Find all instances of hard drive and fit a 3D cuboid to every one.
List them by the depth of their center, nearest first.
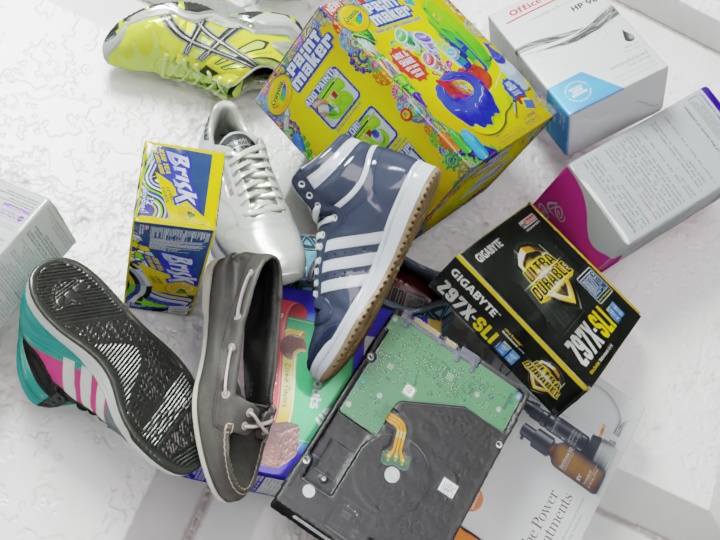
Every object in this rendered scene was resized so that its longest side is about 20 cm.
[{"bbox_3d":[0.036,0.145,0.874,0.139,0.038,0.200,33,64,-1],"label":"hard drive"}]

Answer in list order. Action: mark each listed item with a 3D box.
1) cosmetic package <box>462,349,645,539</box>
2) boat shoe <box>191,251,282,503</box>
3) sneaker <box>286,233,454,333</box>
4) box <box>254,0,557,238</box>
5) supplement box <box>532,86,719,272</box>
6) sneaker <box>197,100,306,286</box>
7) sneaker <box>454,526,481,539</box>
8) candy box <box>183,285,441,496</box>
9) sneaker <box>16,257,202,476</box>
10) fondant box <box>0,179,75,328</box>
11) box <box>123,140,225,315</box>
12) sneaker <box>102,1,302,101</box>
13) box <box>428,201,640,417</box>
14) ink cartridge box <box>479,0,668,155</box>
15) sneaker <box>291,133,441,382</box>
[{"bbox_3d":[0.151,0.168,0.977,0.150,0.052,0.200,33,64,2],"label":"cosmetic package"},{"bbox_3d":[-0.091,0.079,0.841,0.057,0.067,0.201,-11,70,26],"label":"boat shoe"},{"bbox_3d":[0.000,0.000,0.976,0.199,0.096,0.080,15,65,-9],"label":"sneaker"},{"bbox_3d":[0.046,-0.152,0.996,0.193,0.122,0.200,47,37,6],"label":"box"},{"bbox_3d":[0.291,-0.088,1.090,0.199,0.101,0.104,-30,79,-24],"label":"supplement box"},{"bbox_3d":[-0.101,-0.067,0.944,0.076,0.081,0.200,-8,44,-28],"label":"sneaker"},{"bbox_3d":[0.022,0.259,0.885,0.199,0.077,0.113,3,77,-26],"label":"sneaker"},{"bbox_3d":[-0.040,0.111,0.930,0.199,0.077,0.170,14,66,-11],"label":"candy box"},{"bbox_3d":[-0.210,0.095,0.867,0.084,0.121,0.200,-37,88,-37],"label":"sneaker"},{"bbox_3d":[-0.351,0.010,0.862,0.144,0.058,0.200,20,59,28],"label":"fondant box"},{"bbox_3d":[-0.158,-0.028,0.885,0.064,0.200,0.070,9,67,-12],"label":"box"},{"bbox_3d":[-0.147,-0.207,1.031,0.199,0.075,0.077,-4,69,-15],"label":"sneaker"},{"bbox_3d":[0.167,0.028,0.982,0.160,0.049,0.200,48,31,7],"label":"box"},{"bbox_3d":[0.208,-0.227,1.095,0.115,0.067,0.200,-27,58,-6],"label":"ink cartridge box"},{"bbox_3d":[-0.023,-0.016,0.887,0.108,0.070,0.201,27,92,8],"label":"sneaker"}]
